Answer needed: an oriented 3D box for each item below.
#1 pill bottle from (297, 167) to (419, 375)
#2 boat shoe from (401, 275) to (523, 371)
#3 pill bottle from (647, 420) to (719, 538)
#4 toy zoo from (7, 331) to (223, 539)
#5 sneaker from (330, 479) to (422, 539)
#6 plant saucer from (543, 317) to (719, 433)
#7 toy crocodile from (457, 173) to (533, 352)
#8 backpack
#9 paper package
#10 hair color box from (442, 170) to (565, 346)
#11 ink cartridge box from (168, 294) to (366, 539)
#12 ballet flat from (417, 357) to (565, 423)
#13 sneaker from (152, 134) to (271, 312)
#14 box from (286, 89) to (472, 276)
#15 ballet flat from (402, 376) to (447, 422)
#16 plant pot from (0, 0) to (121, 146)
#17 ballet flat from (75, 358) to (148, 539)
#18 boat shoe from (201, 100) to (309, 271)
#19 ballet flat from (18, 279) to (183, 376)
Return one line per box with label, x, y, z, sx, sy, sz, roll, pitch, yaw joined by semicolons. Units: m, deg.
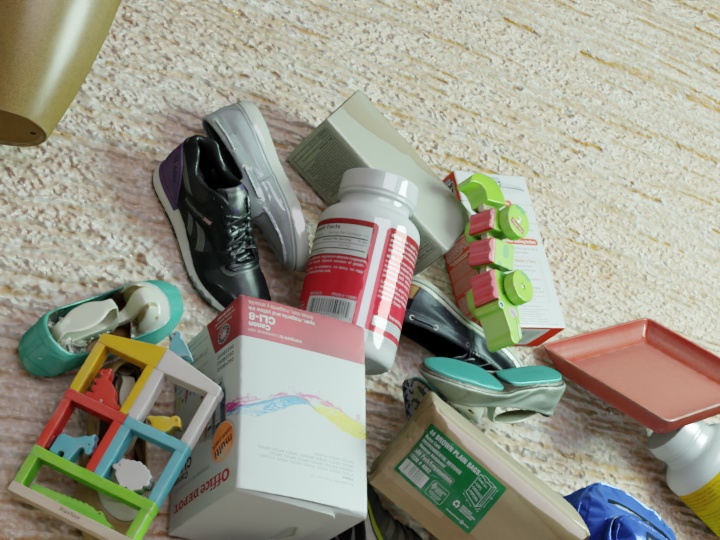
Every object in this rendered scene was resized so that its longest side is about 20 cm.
pill bottle;0.000;0.000;1.645;0.112;0.112;0.201;21;72;-25
boat shoe;0.107;0.088;1.734;0.200;0.074;0.062;40;60;-20
pill bottle;0.436;0.254;1.858;0.200;0.104;0.104;44;47;-7
toy zoo;-0.213;0.142;1.420;0.130;0.020;0.201;22;67;15
sneaker;0.016;0.270;1.574;0.081;0.074;0.201;-14;79;-51
plant saucer;0.348;0.127;1.850;0.199;0.037;0.199;-12;31;-39
toy crocodile;0.144;-0.010;1.712;0.062;0.067;0.202;17;63;-45
backpack;0.265;0.330;1.650;0.162;0.168;0.201;38;44;-21
paper package;0.116;0.223;1.546;0.200;0.191;0.104;40;90;2
hair color box;0.159;-0.013;1.838;0.110;0.064;0.201;3;65;-34
ink cartridge box;-0.089;0.156;1.501;0.144;0.145;0.201;16;56;-28
ballet flat;0.138;0.134;1.670;0.199;0.064;0.067;6;21;-37
sneaker;-0.144;-0.045;1.615;0.075;0.087;0.201;-23;80;-42
box;0.023;-0.093;1.764;0.200;0.095;0.078;48;46;-5
ballet flat;0.099;0.206;1.667;0.201;0.072;0.072;50;47;1
plant pot;-0.333;-0.232;1.541;0.185;0.186;0.201;18;68;-27
ballet flat;-0.226;0.173;1.447;0.068;0.063;0.201;11;59;-31
boat shoe;-0.117;-0.085;1.683;0.071;0.070;0.202;-18;77;-21
ballet flat;-0.236;0.048;1.506;0.199;0.070;0.068;-24;78;-42
